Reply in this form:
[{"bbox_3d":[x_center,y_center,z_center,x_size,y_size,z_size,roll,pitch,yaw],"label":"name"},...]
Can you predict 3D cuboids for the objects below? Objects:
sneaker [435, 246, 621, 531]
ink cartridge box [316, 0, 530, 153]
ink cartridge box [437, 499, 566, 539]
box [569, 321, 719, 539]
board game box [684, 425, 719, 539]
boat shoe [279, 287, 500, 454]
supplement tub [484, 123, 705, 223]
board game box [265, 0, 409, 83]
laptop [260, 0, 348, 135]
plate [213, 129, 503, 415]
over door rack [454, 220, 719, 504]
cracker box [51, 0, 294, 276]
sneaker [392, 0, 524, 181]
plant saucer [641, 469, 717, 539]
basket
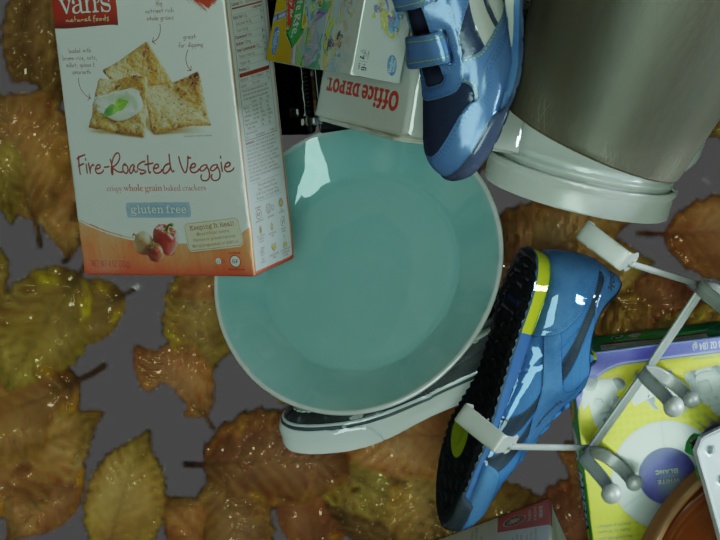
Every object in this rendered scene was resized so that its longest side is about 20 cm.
[{"bbox_3d":[0.109,0.083,1.583,0.078,0.066,0.201,14,107,-21],"label":"sneaker"},{"bbox_3d":[0.049,-0.179,1.523,0.083,0.144,0.202,8,95,-24],"label":"ink cartridge box"},{"bbox_3d":[0.046,0.232,1.645,0.199,0.117,0.068,-21,100,8],"label":"ink cartridge box"},{"bbox_3d":[0.205,0.141,1.653,0.116,0.048,0.202,-8,102,4],"label":"box"},{"bbox_3d":[0.316,0.161,1.609,0.199,0.026,0.201,-23,105,-21],"label":"board game box"},{"bbox_3d":[0.034,0.059,1.628,0.199,0.072,0.068,-19,115,5],"label":"boat shoe"},{"bbox_3d":[0.158,-0.142,1.548,0.143,0.144,0.201,13,102,1],"label":"supplement tub"},{"bbox_3d":[-0.001,-0.219,1.500,0.034,0.134,0.202,8,94,-25],"label":"board game box"},{"bbox_3d":[-0.038,-0.184,1.621,0.199,0.103,0.179,1,102,30],"label":"laptop"},{"bbox_3d":[0.000,0.000,1.610,0.199,0.026,0.202,-6,69,17],"label":"plate"},{"bbox_3d":[0.163,0.065,1.525,0.067,0.200,0.148,39,101,33],"label":"over door rack"},{"bbox_3d":[-0.122,-0.099,1.595,0.133,0.058,0.202,0,102,29],"label":"cracker box"},{"bbox_3d":[0.049,-0.152,1.410,0.082,0.074,0.202,6,87,-24],"label":"sneaker"},{"bbox_3d":[0.259,0.212,1.620,0.199,0.032,0.202,-4,99,-25],"label":"plant saucer"},{"bbox_3d":[0.173,-0.163,1.406,0.179,0.136,0.201,21,106,-9],"label":"basket"}]
